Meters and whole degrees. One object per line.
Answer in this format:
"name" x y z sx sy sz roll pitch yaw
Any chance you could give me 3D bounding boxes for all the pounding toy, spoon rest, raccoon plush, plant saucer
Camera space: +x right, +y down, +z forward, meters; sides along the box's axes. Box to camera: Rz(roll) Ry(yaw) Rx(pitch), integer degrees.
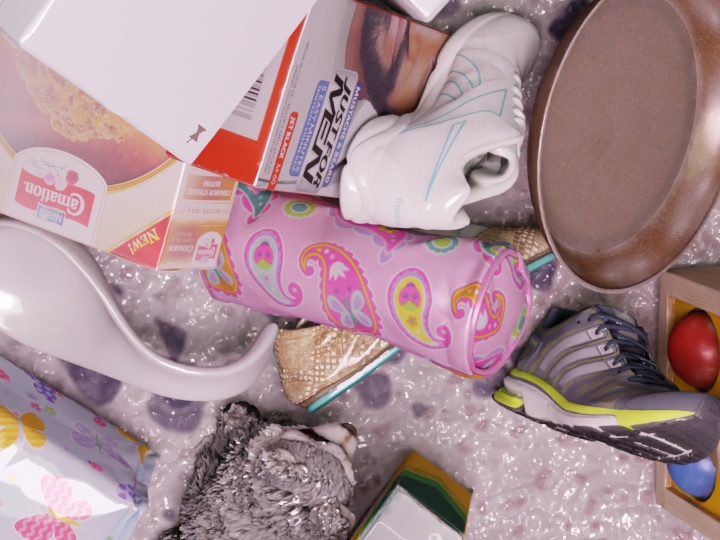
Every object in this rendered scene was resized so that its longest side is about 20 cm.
"pounding toy" 0.247 0.077 1.109 0.141 0.200 0.185 -4 101 -16
"spoon rest" -0.152 0.027 1.106 0.199 0.061 0.100 20 135 1
"raccoon plush" -0.067 0.170 1.125 0.096 0.134 0.201 26 96 -11
"plant saucer" 0.162 -0.087 1.119 0.200 0.032 0.201 -19 118 -42

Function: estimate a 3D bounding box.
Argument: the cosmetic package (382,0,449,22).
"cosmetic package" 0.025 -0.284 1.061 0.200 0.123 0.199 42 92 -12

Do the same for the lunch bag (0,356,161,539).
"lunch bag" -0.240 0.164 1.109 0.169 0.127 0.200 33 102 -9

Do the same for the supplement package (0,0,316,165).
"supplement package" -0.136 -0.186 0.917 0.200 0.152 0.151 39 92 32

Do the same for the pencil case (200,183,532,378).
"pencil case" 0.000 0.000 1.087 0.199 0.087 0.088 17 100 28

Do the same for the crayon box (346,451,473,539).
"crayon box" 0.010 0.179 1.115 0.051 0.200 0.126 37 94 4

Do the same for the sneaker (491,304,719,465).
"sneaker" 0.149 0.062 1.111 0.074 0.200 0.081 21 85 -28

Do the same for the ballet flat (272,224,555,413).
"ballet flat" 0.031 0.011 1.148 0.199 0.071 0.065 -32 86 -5

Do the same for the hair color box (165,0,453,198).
"hair color box" -0.022 -0.101 1.051 0.064 0.200 0.112 20 98 22

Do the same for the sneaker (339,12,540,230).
"sneaker" 0.066 -0.081 1.082 0.080 0.200 0.071 17 135 24

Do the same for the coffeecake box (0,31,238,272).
"coffeecake box" -0.136 -0.117 1.061 0.153 0.073 0.201 19 99 23
